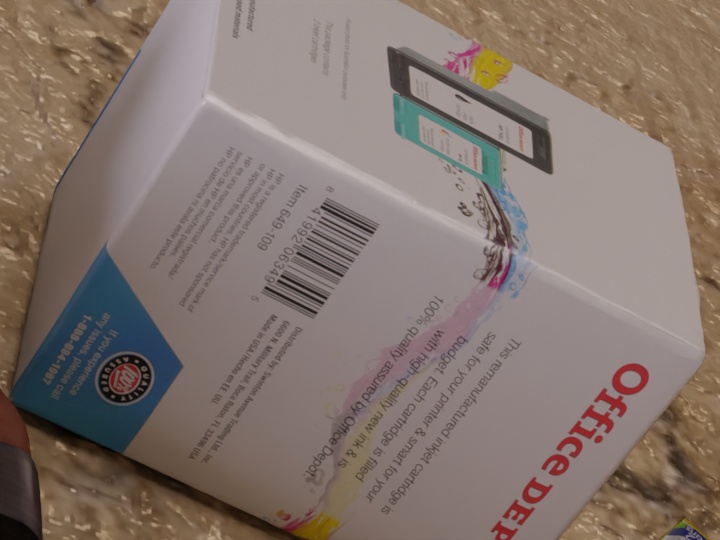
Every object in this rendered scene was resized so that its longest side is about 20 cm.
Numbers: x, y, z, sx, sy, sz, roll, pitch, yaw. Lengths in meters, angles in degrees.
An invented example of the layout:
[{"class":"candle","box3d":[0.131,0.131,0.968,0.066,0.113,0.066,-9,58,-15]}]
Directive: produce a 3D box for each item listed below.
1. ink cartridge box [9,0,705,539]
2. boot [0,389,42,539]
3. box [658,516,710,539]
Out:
[{"class":"ink cartridge box","box3d":[0.000,0.000,0.964,0.200,0.147,0.146,27,29,-16]},{"class":"boot","box3d":[-0.191,0.001,0.845,0.188,0.068,0.200,16,33,-30]},{"class":"box","box3d":[0.161,0.185,0.945,0.200,0.064,0.070,41,29,12]}]
